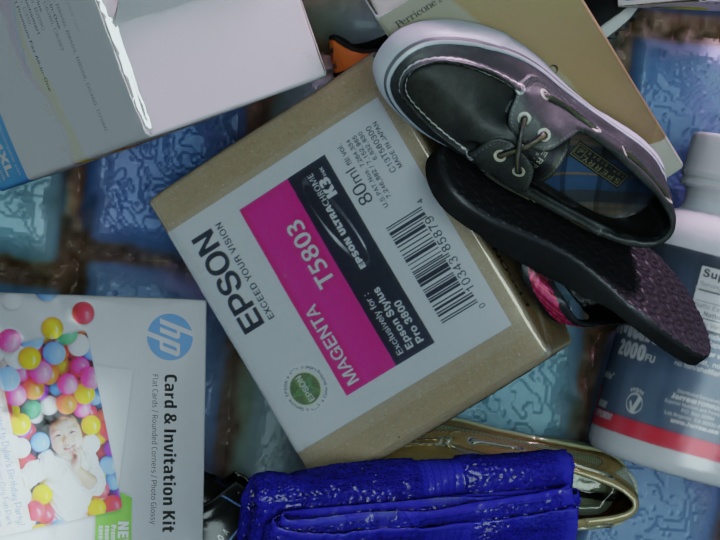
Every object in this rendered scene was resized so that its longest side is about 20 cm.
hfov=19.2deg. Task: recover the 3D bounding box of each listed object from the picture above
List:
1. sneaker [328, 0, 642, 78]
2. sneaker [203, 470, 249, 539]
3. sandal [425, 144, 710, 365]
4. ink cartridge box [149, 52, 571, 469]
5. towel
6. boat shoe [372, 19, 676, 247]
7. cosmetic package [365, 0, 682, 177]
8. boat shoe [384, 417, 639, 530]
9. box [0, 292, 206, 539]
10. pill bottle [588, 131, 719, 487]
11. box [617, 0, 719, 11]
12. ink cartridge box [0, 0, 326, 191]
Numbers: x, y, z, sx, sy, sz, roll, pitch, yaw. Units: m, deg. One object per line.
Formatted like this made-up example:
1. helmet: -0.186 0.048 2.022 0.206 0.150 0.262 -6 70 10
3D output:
1. sneaker: 0.075 -0.149 1.279 0.200 0.070 0.090 -29 100 -3
2. sneaker: -0.059 0.163 1.280 0.199 0.070 0.078 6 97 -8
3. sandal: 0.112 -0.004 1.196 0.200 0.075 0.045 30 121 -17
4. ink cartridge box: 0.000 0.000 1.231 0.164 0.075 0.200 -32 87 16
5. towel: 0.025 0.176 1.222 0.199 0.050 0.148 -2 118 -19
6. boat shoe: 0.096 -0.072 1.151 0.199 0.057 0.069 25 115 -29
7. cosmetic package: 0.089 -0.115 1.201 0.105 0.071 0.200 -34 126 8
8. boat shoe: 0.071 0.127 1.291 0.199 0.076 0.072 0 96 -6
9. box: -0.188 0.092 1.209 0.199 0.041 0.157 3 82 -17
10. pill bottle: 0.218 0.024 1.285 0.119 0.120 0.201 15 91 -9
11. box: 0.205 -0.256 1.268 0.116 0.060 0.201 -8 96 -48
12. ink cartridge box: -0.126 -0.134 1.170 0.128 0.200 0.126 -24 98 -36
